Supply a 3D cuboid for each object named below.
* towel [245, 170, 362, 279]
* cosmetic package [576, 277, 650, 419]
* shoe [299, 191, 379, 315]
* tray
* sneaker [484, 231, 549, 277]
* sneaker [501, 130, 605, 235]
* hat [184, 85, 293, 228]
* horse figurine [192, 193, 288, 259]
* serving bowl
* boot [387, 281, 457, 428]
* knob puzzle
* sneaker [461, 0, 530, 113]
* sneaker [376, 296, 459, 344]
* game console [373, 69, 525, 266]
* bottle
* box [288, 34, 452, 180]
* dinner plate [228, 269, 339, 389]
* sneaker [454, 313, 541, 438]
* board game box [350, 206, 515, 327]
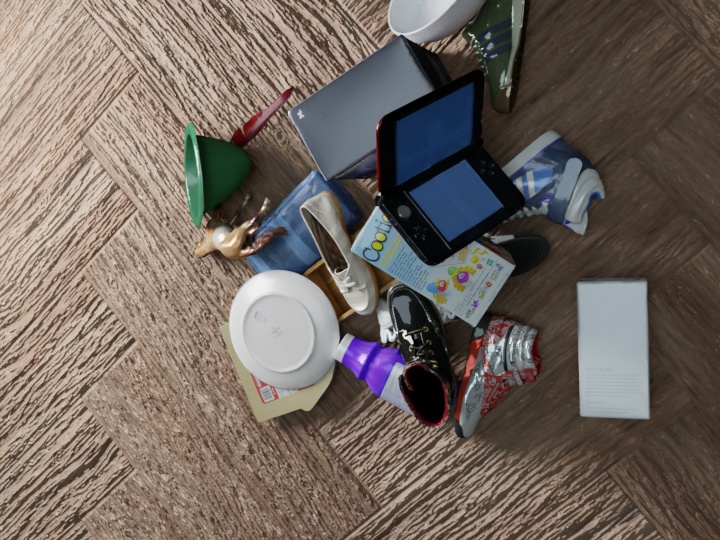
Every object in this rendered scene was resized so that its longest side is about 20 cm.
[{"bbox_3d":[-0.099,-0.064,1.423,0.200,0.049,0.112,-41,83,17],"label":"towel"},{"bbox_3d":[0.369,0.111,1.276,0.101,0.074,0.201,0,94,18],"label":"cosmetic package"},{"bbox_3d":[-0.034,-0.020,1.324,0.070,0.053,0.201,-22,93,43],"label":"shoe"},{"bbox_3d":[0.000,0.000,1.365,0.200,0.037,0.099,-36,84,44],"label":"tray"},{"bbox_3d":[0.180,-0.031,1.320,0.199,0.089,0.074,-13,129,6],"label":"sneaker"},{"bbox_3d":[0.259,-0.092,1.284,0.200,0.081,0.147,-42,78,12],"label":"sneaker"},{"bbox_3d":[-0.191,-0.170,1.437,0.175,0.200,0.166,-6,58,-18],"label":"hat"},{"bbox_3d":[-0.203,-0.065,1.423,0.200,0.050,0.133,22,80,48],"label":"horse figurine"},{"bbox_3d":[0.130,-0.408,1.263,0.066,0.200,0.200,30,110,-32],"label":"serving bowl"},{"bbox_3d":[0.086,0.121,1.251,0.073,0.151,0.201,-16,97,11],"label":"boot"},{"bbox_3d":[-0.118,0.138,1.457,0.219,0.030,0.221,3,98,21],"label":"knob puzzle"},{"bbox_3d":[0.193,-0.334,1.291,0.090,0.067,0.201,8,93,18],"label":"sneaker"},{"bbox_3d":[0.113,0.049,1.357,0.199,0.075,0.081,-21,80,19],"label":"sneaker"},{"bbox_3d":[0.123,-0.133,1.132,0.173,0.200,0.119,52,148,11],"label":"game console"},{"bbox_3d":[0.055,0.167,1.382,0.200,0.065,0.084,27,112,11],"label":"bottle"},{"bbox_3d":[0.033,-0.229,1.283,0.200,0.198,0.124,-31,86,19],"label":"box"},{"bbox_3d":[-0.130,0.099,1.425,0.199,0.024,0.201,4,100,21],"label":"dinner plate"},{"bbox_3d":[0.212,0.172,1.336,0.108,0.067,0.202,13,97,19],"label":"sneaker"},{"bbox_3d":[0.101,-0.027,1.222,0.200,0.103,0.105,32,103,-3],"label":"board game box"}]
